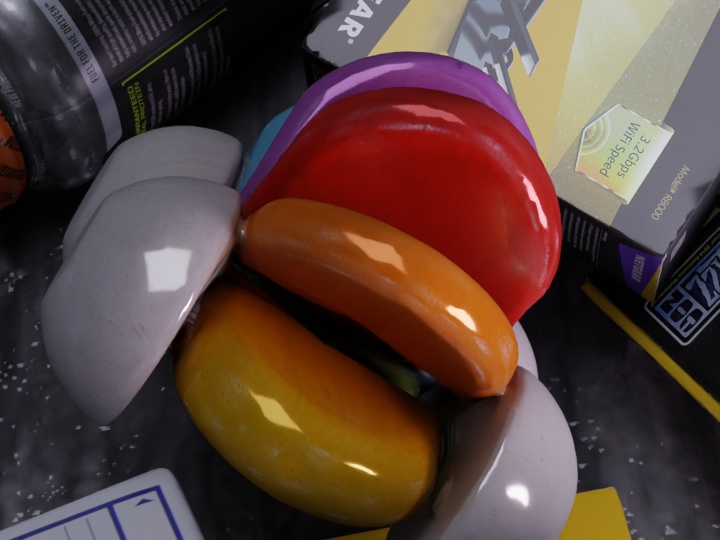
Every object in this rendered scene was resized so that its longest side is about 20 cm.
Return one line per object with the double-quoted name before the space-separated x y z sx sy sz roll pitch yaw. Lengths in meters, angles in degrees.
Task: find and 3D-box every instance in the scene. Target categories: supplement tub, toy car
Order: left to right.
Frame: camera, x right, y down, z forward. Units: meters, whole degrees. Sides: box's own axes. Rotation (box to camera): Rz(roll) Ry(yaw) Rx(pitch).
"supplement tub" -0.110 -0.117 0.904 0.200 0.123 0.122 -39 60 -24
"toy car" 0.000 0.000 0.699 0.174 0.200 0.150 31 101 -10

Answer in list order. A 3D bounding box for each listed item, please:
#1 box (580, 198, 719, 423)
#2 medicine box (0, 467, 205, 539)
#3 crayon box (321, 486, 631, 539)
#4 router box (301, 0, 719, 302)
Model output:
"box" 0.196 -0.019 0.776 0.200 0.049 0.160 -46 33 3
"medicine box" -0.108 0.180 0.601 0.199 0.103 0.182 -22 40 -9
"crayon box" 0.010 0.175 0.716 0.199 0.058 0.173 -10 53 -4
"router box" 0.096 -0.113 0.807 0.157 0.052 0.201 30 75 13
